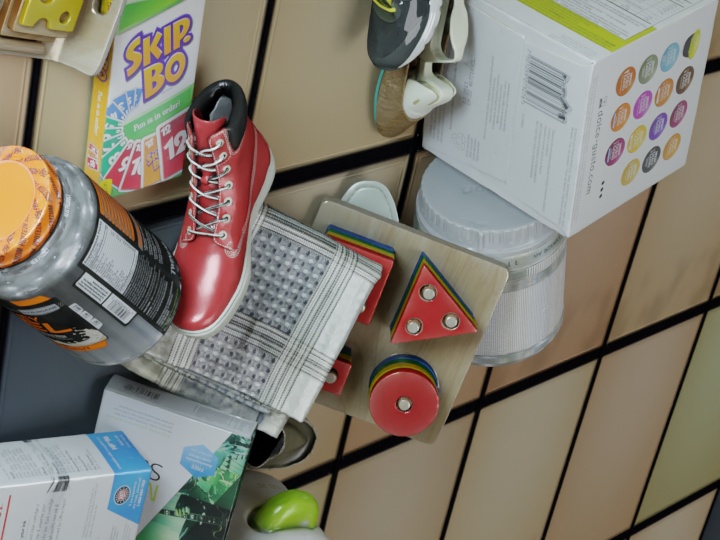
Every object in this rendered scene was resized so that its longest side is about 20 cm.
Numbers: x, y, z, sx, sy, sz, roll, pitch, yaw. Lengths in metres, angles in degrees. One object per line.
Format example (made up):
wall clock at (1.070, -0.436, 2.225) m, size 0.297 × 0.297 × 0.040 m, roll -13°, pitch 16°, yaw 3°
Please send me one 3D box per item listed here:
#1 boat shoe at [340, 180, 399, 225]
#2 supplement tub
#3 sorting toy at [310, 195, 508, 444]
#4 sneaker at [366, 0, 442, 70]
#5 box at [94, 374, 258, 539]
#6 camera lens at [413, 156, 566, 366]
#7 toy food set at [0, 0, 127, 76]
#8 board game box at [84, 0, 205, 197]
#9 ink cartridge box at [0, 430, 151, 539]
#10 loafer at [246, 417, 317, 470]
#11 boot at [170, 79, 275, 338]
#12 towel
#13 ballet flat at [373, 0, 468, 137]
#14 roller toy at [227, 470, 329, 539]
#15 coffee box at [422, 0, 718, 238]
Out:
boat shoe at (0.000, 0.000, 1.836) m, size 0.060 × 0.075 × 0.201 m, roll -77°, pitch 176°, yaw -71°
supplement tub at (-0.237, -0.012, 1.460) m, size 0.123 × 0.122 × 0.200 m, roll -52°, pitch 146°, yaw -6°
sorting toy at (0.020, 0.059, 1.786) m, size 0.070 × 0.198 × 0.201 m, roll -89°, pitch -159°, yaw -72°
sneaker at (0.029, -0.279, 1.635) m, size 0.084 × 0.074 × 0.201 m, roll -2°, pitch 110°, yaw -45°
box at (-0.187, 0.209, 1.701) m, size 0.036 × 0.144 × 0.201 m, roll -63°, pitch 170°, yaw -64°
camera lens at (0.135, -0.013, 1.904) m, size 0.160 × 0.160 × 0.201 m, roll -34°, pitch 141°, yaw -30°
toy food set at (-0.244, -0.216, 1.333) m, size 0.199 × 0.060 × 0.144 m, roll 1°, pitch 117°, yaw -52°
board game box at (-0.177, -0.158, 1.503) m, size 0.095 × 0.030 × 0.201 m, roll -22°, pitch 131°, yaw -42°
ink cartridge box at (-0.295, 0.213, 1.606) m, size 0.199 × 0.068 × 0.117 m, roll -2°, pitch 120°, yaw -35°
loafer at (-0.103, 0.174, 1.840) m, size 0.200 × 0.070 × 0.075 m, roll 14°, pitch 107°, yaw -55°
boot at (-0.131, -0.054, 1.545) m, size 0.144 × 0.072 × 0.201 m, roll 71°, pitch 30°, yaw -63°
towel at (-0.101, 0.044, 1.686) m, size 0.192 × 0.035 × 0.201 m, roll 28°, pitch 97°, yaw -27°
ballet flat at (0.065, -0.204, 1.731) m, size 0.068 × 0.072 × 0.201 m, roll -15°, pitch 129°, yaw -45°
roller toy at (-0.128, 0.303, 1.856) m, size 0.200 × 0.140 × 0.183 m, roll -34°, pitch 141°, yaw -14°
coffee box at (0.203, -0.193, 1.802) m, size 0.197 × 0.200 × 0.201 m, roll -29°, pitch 139°, yaw -36°
